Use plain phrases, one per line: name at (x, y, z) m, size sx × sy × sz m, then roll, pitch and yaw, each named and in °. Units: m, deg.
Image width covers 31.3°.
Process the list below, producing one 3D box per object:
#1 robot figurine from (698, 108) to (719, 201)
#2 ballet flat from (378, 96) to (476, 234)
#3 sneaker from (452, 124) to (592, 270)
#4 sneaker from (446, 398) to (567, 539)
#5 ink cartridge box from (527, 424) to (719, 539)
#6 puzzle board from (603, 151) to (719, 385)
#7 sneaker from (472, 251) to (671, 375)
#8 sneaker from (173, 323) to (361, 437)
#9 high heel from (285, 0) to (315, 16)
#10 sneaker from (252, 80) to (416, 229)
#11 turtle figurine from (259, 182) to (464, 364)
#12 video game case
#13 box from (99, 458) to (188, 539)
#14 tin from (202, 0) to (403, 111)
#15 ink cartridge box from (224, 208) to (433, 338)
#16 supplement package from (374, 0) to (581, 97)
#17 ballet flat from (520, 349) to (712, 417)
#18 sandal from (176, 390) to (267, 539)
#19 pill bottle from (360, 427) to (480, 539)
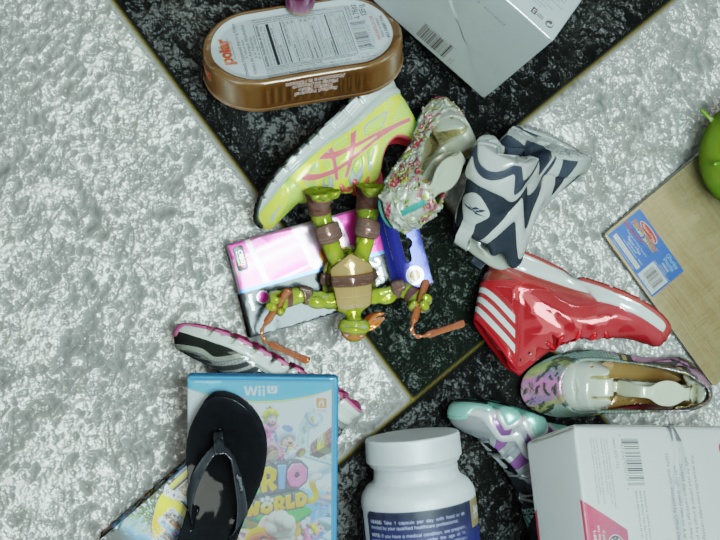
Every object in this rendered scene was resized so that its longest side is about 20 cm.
robot figurine at (0.429, -0.107, 1.302) m, size 0.198 × 0.116 × 0.177 m, roll 16°, pitch 45°, yaw -20°
ballet flat at (0.077, -0.105, 1.228) m, size 0.076 × 0.063 × 0.201 m, roll 53°, pitch 39°, yaw -25°
sneaker at (0.150, -0.065, 1.264) m, size 0.079 × 0.199 × 0.131 m, roll 31°, pitch 113°, yaw 18°
sneaker at (0.166, 0.214, 1.287) m, size 0.198 × 0.078 × 0.142 m, roll 18°, pitch 86°, yaw -8°
ink cartridge box at (0.268, 0.227, 1.222) m, size 0.198 × 0.083 × 0.149 m, roll 4°, pitch 71°, yaw -27°
puzzle board at (0.366, -0.005, 1.352) m, size 0.150 × 0.017 × 0.201 m, roll -38°, pitch 95°, yaw -6°
sneaker at (0.204, 0.064, 1.293) m, size 0.198 × 0.078 × 0.117 m, roll 22°, pitch 81°, yaw 4°
sneaker at (-0.101, 0.121, 1.246) m, size 0.198 × 0.074 × 0.088 m, roll 29°, pitch 88°, yaw -7°
high heel at (-0.053, -0.352, 1.228) m, size 0.066 × 0.096 × 0.203 m, roll 9°, pitch 73°, yaw -1°
sneaker at (-0.019, -0.101, 1.258) m, size 0.200 × 0.078 × 0.091 m, roll -42°, pitch 98°, yaw -7°
turtle figurine at (0.000, 0.000, 1.232) m, size 0.197 × 0.064 × 0.164 m, roll -3°, pitch 101°, yaw -3°
video game case at (-0.092, 0.198, 1.213) m, size 0.141 × 0.018 × 0.203 m, roll 1°, pitch 97°, yaw 0°
box at (-0.139, 0.290, 1.257) m, size 0.136 × 0.038 × 0.201 m, roll -39°, pitch 96°, yaw -7°
tin at (-0.055, -0.212, 1.242) m, size 0.197 × 0.042 × 0.113 m, roll -11°, pitch 48°, yaw -10°
ink cartridge box at (-0.029, -0.005, 1.279) m, size 0.197 × 0.037 × 0.096 m, roll -16°, pitch 93°, yaw -11°
supplement package at (0.143, -0.306, 1.224) m, size 0.151 × 0.151 × 0.201 m, roll 39°, pitch 68°, yaw -7°
ballet flat at (0.264, 0.118, 1.307) m, size 0.197 × 0.071 × 0.070 m, roll 1°, pitch 94°, yaw -9°
sandal at (-0.131, 0.212, 1.183) m, size 0.075 × 0.043 × 0.203 m, roll 10°, pitch 97°, yaw -2°
pill bottle at (0.059, 0.259, 1.250) m, size 0.114 × 0.116 × 0.203 m, roll -6°, pitch 91°, yaw -9°
